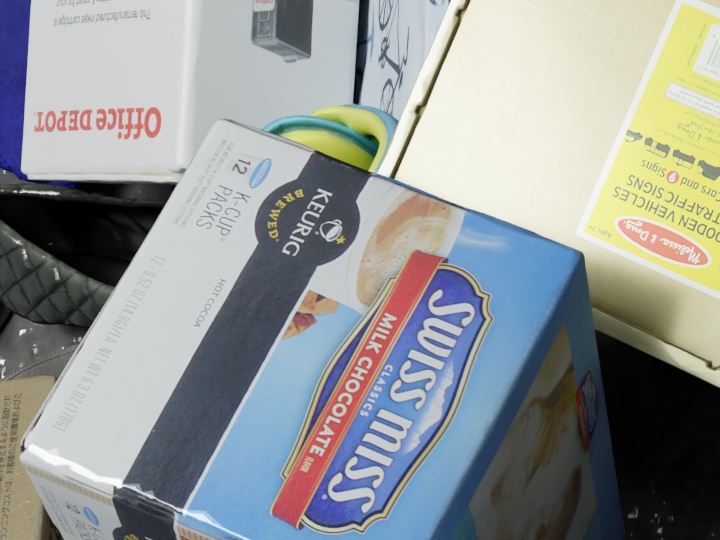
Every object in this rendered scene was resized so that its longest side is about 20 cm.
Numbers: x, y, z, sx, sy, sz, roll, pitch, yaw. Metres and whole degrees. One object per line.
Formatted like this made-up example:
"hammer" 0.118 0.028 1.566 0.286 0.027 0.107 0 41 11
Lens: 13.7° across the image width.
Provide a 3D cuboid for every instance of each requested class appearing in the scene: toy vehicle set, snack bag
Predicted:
"toy vehicle set" 0.111 -0.034 0.965 0.199 0.026 0.125 26 94 20
"snack bag" 0.017 -0.109 1.172 0.200 0.021 0.190 115 160 -63

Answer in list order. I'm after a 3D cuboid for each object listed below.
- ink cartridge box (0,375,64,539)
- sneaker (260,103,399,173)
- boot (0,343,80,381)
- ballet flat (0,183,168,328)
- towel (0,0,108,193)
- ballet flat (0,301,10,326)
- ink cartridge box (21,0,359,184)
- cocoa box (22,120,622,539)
"ink cartridge box" -0.185 0.143 1.114 0.164 0.075 0.201 -10 43 9
"sneaker" 0.000 0.000 1.103 0.200 0.130 0.080 -40 24 58
"boot" -0.094 0.096 1.221 0.199 0.069 0.175 -15 53 25
"ballet flat" -0.090 -0.009 1.239 0.199 0.057 0.067 -3 42 41
"towel" -0.123 -0.135 1.365 0.147 0.049 0.201 25 85 46
"ballet flat" -0.215 0.069 1.340 0.067 0.046 0.201 25 86 43
"ink cartridge box" -0.068 -0.133 1.225 0.144 0.083 0.201 3 89 58
"cocoa box" -0.003 0.073 0.975 0.131 0.200 0.134 21 65 20
